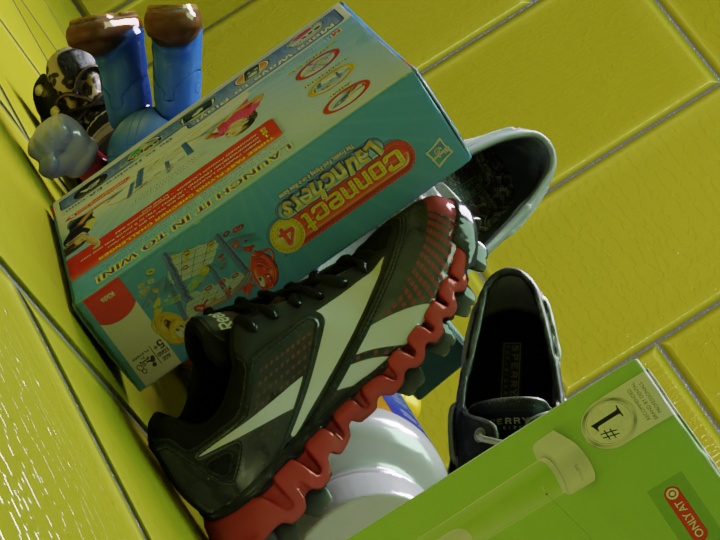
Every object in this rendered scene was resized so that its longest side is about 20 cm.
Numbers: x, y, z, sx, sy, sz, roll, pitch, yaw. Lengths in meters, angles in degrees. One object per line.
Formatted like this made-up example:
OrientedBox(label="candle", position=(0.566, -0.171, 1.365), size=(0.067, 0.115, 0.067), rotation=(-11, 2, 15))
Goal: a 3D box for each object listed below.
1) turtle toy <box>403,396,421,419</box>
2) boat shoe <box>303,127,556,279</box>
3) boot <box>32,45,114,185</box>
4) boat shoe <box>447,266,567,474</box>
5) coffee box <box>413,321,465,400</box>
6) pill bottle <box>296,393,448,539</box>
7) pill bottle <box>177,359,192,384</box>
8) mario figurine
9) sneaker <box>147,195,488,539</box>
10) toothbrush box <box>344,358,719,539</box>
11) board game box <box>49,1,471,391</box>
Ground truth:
OrientedBox(label="turtle toy", position=(-0.053, 0.073, 1.609), size=(0.145, 0.101, 0.200), rotation=(33, 8, -25))
OrientedBox(label="boat shoe", position=(0.032, -0.023, 1.173), size=(0.071, 0.201, 0.070), rotation=(-27, -82, 49))
OrientedBox(label="boot", position=(-0.166, -0.087, 1.473), size=(0.151, 0.073, 0.200), rotation=(59, -4, 26))
OrientedBox(label="boat shoe", position=(0.074, 0.091, 1.143), size=(0.064, 0.070, 0.201), rotation=(82, 7, -54))
OrientedBox(label="coffee box", position=(0.000, 0.000, 1.303), size=(0.123, 0.044, 0.200), rotation=(52, 0, -12))
OrientedBox(label="pill bottle", position=(-0.017, 0.107, 1.141), size=(0.112, 0.112, 0.200), rotation=(59, -2, -24))
OrientedBox(label="pill bottle", position=(-0.060, 0.047, 1.429), size=(0.200, 0.113, 0.113), rotation=(58, -1, -24))
OrientedBox(label="mario figurine", position=(-0.118, -0.050, 1.282), size=(0.123, 0.106, 0.201), rotation=(-1, -80, 59))
OrientedBox(label="sneaker", position=(-0.023, 0.033, 1.030), size=(0.098, 0.201, 0.071), rotation=(43, -14, -16))
OrientedBox(label="toothbrush box", position=(0.070, 0.155, 0.886), size=(0.146, 0.200, 0.086), rotation=(57, -3, 34))
OrientedBox(label="board game box", position=(-0.058, -0.045, 1.147), size=(0.056, 0.200, 0.196), rotation=(55, 1, -20))
